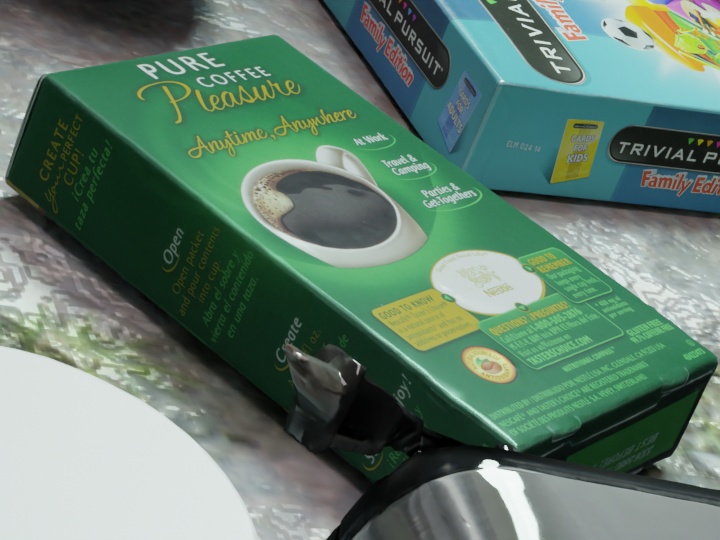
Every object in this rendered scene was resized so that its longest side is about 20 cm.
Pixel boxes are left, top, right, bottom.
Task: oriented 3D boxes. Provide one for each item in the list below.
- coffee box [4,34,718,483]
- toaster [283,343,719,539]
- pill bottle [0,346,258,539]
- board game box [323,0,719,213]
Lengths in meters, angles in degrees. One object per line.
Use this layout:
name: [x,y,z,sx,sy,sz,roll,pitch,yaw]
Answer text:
coffee box: [0.000,0.000,0.845,0.200,0.044,0.123,37,30,23]
toaster: [0.042,0.130,0.483,0.199,0.181,0.119,13,33,-34]
pill bottle: [-0.081,0.112,0.424,0.104,0.201,0.104,17,29,-10]
board game box: [0.098,-0.084,1.059,0.199,0.047,0.151,5,33,-31]
